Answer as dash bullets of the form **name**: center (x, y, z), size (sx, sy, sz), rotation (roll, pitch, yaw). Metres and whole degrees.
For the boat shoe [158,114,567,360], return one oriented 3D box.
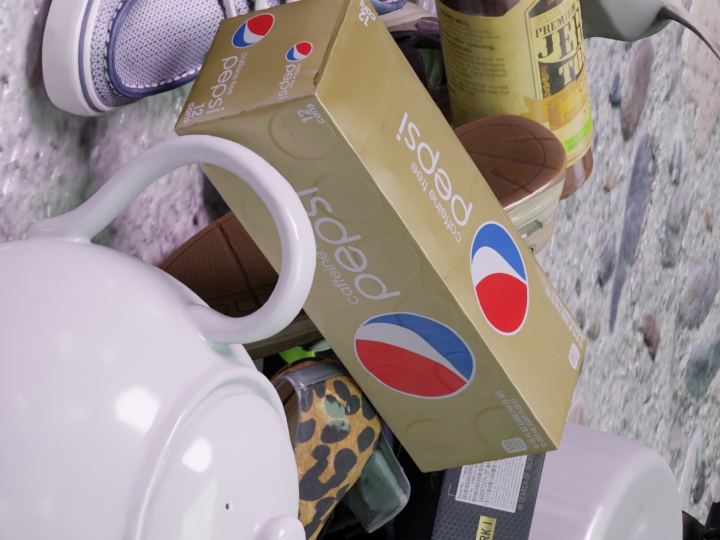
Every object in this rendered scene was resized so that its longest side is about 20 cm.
- **boat shoe**: center (0.000, 0.000, 1.186), size (0.199, 0.072, 0.065), rotation (-25, 142, -19)

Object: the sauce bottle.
- **sauce bottle**: center (0.063, -0.120, 1.207), size (0.065, 0.064, 0.201), rotation (-56, 146, -41)

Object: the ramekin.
- **ramekin**: center (0.105, 0.178, 1.536), size (0.200, 0.097, 0.201), rotation (-39, 134, -55)

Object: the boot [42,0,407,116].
- **boot**: center (-0.042, -0.117, 1.103), size (0.200, 0.090, 0.073), rotation (-48, 142, -49)

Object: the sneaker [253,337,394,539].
- **sneaker**: center (-0.004, 0.084, 1.251), size (0.071, 0.083, 0.201), rotation (-8, 111, -27)

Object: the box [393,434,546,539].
- **box**: center (0.024, 0.157, 1.308), size (0.158, 0.051, 0.201), rotation (-176, -81, -75)

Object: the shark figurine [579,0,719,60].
- **shark figurine**: center (0.091, -0.142, 1.305), size (0.089, 0.128, 0.214), rotation (-38, 140, 12)

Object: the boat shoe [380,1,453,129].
- **boat shoe**: center (0.006, -0.075, 1.255), size (0.200, 0.065, 0.072), rotation (-33, 129, -58)

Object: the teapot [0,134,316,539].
- **teapot**: center (-0.087, 0.083, 1.023), size (0.198, 0.145, 0.201), rotation (-59, 148, -37)

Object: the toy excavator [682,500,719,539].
- **toy excavator**: center (0.234, 0.242, 1.820), size (0.200, 0.194, 0.100), rotation (39, 61, -32)

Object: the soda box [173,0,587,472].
- **soda box**: center (0.012, -0.012, 1.079), size (0.200, 0.067, 0.064), rotation (55, 38, -34)

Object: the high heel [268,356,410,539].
- **high heel**: center (-0.066, 0.122, 1.133), size (0.200, 0.071, 0.143), rotation (-45, 153, -10)
